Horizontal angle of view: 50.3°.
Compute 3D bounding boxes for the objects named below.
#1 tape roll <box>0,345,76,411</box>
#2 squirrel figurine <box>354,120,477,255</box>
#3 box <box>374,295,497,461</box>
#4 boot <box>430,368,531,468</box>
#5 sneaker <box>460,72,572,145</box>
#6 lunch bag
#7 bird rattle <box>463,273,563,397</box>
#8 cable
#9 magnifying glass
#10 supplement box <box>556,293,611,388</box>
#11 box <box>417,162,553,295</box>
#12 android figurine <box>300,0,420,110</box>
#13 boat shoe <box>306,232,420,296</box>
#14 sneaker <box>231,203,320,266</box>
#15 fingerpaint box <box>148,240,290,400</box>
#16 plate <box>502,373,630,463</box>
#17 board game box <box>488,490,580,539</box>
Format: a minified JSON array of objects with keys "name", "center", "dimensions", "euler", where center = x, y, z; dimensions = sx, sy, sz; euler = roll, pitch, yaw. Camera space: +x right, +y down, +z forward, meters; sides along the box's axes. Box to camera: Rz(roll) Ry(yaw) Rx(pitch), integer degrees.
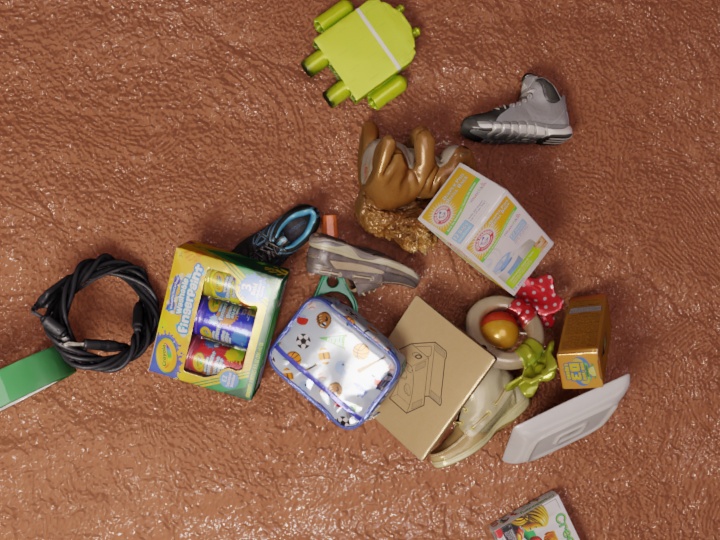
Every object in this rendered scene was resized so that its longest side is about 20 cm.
[{"name":"tape roll","center":[-0.510,0.171,1.096],"dimensions":[0.200,0.200,0.048],"euler":[-27,91,-8]},{"name":"squirrel figurine","center":[0.093,-0.131,1.238],"dimensions":[0.186,0.142,0.201],"euler":[7,101,-18]},{"name":"box","center":[0.095,0.168,1.205],"dimensions":[0.163,0.021,0.200],"euler":[39,102,24]},{"name":"boot","center":[0.164,0.208,1.247],"dimensions":[0.200,0.073,0.156],"euler":[-35,94,-14]},{"name":"sneaker","center":[0.258,-0.274,1.284],"dimensions":[0.199,0.075,0.116],"euler":[1,83,-18]},{"name":"lunch bag","center":[-0.036,0.147,1.199],"dimensions":[0.200,0.076,0.160],"euler":[40,100,9]},{"name":"bird rattle","center":[0.247,0.091,1.223],"dimensions":[0.162,0.113,0.201],"euler":[6,63,-6]},{"name":"cable","center":[-0.373,0.059,1.141],"dimensions":[0.163,0.051,0.200],"euler":[42,40,1]},{"name":"magnifying glass","center":[-0.047,0.010,1.256],"dimensions":[0.079,0.022,0.201],"euler":[-3,90,-8]},{"name":"supplement box","center":[0.356,0.108,1.212],"dimensions":[0.068,0.200,0.067],"euler":[-8,110,22]},{"name":"box","center":[0.197,-0.061,1.184],"dimensions":[0.113,0.101,0.200],"euler":[-52,140,3]},{"name":"android figurine","center":[0.006,-0.361,1.262],"dimensions":[0.200,0.041,0.182],"euler":[-38,93,-7]},{"name":"boat shoe","center":[0.000,0.000,1.229],"dimensions":[0.199,0.074,0.074],"euler":[19,97,-20]},{"name":"sneaker","center":[-0.146,-0.037,1.211],"dimensions":[0.200,0.082,0.073],"euler":[-44,96,-5]},{"name":"fingerpaint box","center":[-0.215,0.075,1.168],"dimensions":[0.166,0.073,0.201],"euler":[17,102,1]},{"name":"plate","center":[0.326,0.246,1.212],"dimensions":[0.199,0.200,0.032],"euler":[-24,63,-8]},{"name":"board game box","center":[0.314,0.489,1.280],"dimensions":[0.126,0.035,0.201],"euler":[-27,92,-8]}]
